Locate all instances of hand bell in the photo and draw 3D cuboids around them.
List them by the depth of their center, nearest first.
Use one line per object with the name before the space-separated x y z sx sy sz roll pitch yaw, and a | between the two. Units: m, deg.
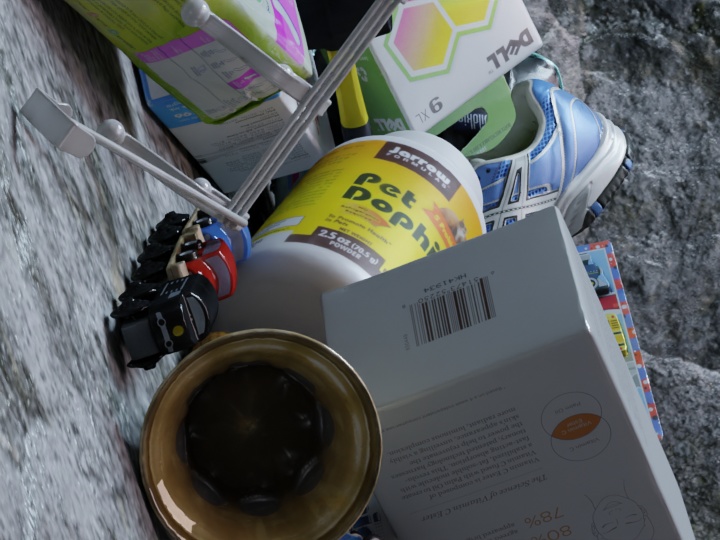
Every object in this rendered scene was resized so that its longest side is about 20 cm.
hand bell | -0.058 0.058 1.242 0.200 0.104 0.105 -133 -156 -76

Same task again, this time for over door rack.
over door rack | -0.065 -0.107 1.197 0.067 0.148 0.200 37 4 22

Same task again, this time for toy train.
toy train | -0.079 0.002 1.256 0.200 0.046 0.034 -80 152 -75

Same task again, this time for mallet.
mallet | -0.014 -0.087 1.496 0.201 0.065 0.041 88 -3 -49

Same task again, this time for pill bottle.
pill bottle | 0.000 0.000 1.416 0.110 0.109 0.200 71 26 -19

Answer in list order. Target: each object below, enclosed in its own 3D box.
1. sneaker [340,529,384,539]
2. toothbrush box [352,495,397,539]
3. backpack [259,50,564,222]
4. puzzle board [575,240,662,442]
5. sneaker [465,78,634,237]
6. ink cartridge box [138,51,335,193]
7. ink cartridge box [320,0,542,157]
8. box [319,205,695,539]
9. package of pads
sneaker | -0.013 0.146 1.260 0.079 0.089 0.201 65 10 -53
toothbrush box | 0.018 0.180 1.437 0.200 0.085 0.147 55 20 -68
backpack | 0.029 -0.029 1.659 0.153 0.175 0.201 127 -34 -60
puzzle board | 0.077 0.061 1.710 0.017 0.199 0.151 80 -2 -55
sneaker | 0.070 -0.020 1.547 0.077 0.200 0.076 42 -19 -20
ink cartridge box | -0.072 -0.118 1.502 0.200 0.067 0.117 52 24 -70
ink cartridge box | 0.033 -0.140 1.542 0.059 0.104 0.201 5 -54 58
box | 0.076 0.089 1.294 0.098 0.124 0.201 -100 167 -53
package of pads | -0.102 -0.173 1.298 0.200 0.068 0.155 41 31 -56
